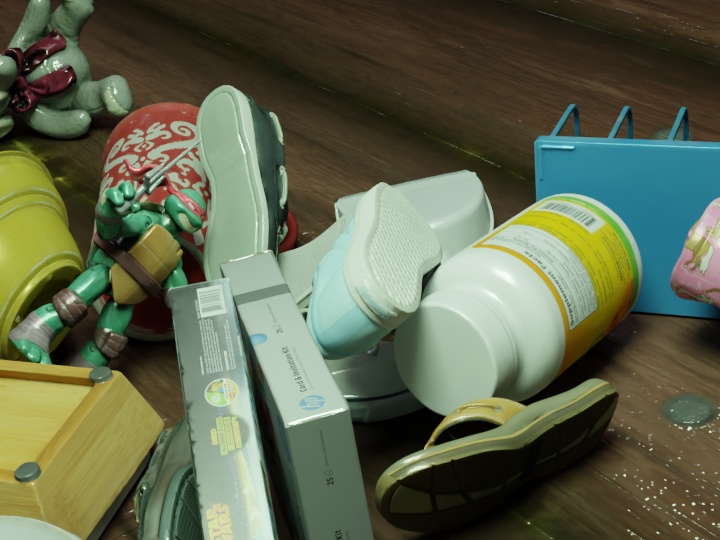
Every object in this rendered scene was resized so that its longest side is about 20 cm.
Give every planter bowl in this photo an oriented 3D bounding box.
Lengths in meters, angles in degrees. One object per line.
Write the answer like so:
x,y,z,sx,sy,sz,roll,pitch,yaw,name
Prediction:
-0.272,0.017,1.037,0.083,0.202,0.200,29,41,17,planter bowl

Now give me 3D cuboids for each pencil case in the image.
0.318,0.022,0.935,0.199,0.083,0.086,28,47,28,pencil case

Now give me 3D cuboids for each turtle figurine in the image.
-0.163,0.003,1.006,0.200,0.150,0.101,-49,29,-6,turtle figurine

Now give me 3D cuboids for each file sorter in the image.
0.250,-0.054,1.073,0.198,0.140,0.123,4,26,20,file sorter

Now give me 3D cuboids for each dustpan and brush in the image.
0.063,-0.020,1.152,0.138,0.058,0.200,-13,22,-7,dustpan and brush

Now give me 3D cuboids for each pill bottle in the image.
0.111,0.026,0.960,0.110,0.112,0.199,13,28,33,pill bottle

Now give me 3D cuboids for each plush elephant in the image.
-0.379,-0.215,1.494,0.154,0.166,0.199,-17,-2,-45,plush elephant

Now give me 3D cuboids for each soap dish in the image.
-0.256,0.126,0.918,0.198,0.082,0.158,4,30,17,soap dish

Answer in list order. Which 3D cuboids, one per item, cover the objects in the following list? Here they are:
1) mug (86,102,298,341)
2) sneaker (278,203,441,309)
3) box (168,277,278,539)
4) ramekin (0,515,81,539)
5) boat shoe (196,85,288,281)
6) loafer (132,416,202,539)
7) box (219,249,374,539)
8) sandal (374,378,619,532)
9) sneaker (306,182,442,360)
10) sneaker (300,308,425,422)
-0.148,-0.044,1.156,0.175,0.135,0.201,-7,32,3,mug
-0.021,0.024,1.075,0.199,0.099,0.071,-33,42,18,sneaker
-0.071,0.125,0.759,0.039,0.138,0.201,-11,48,-5,box
-0.207,0.221,0.711,0.198,0.106,0.201,-6,29,3,ramekin
-0.084,-0.051,1.068,0.075,0.202,0.060,-21,-27,38,boat shoe
-0.116,0.151,0.873,0.062,0.072,0.200,-22,19,14,loafer
-0.038,0.101,0.836,0.041,0.157,0.200,-15,30,-11,box
0.083,0.109,0.866,0.199,0.081,0.054,-20,52,-33,sandal
0.000,0.000,0.918,0.082,0.074,0.200,-37,6,20,sneaker
-0.024,0.065,0.984,0.197,0.072,0.073,-5,28,0,sneaker
